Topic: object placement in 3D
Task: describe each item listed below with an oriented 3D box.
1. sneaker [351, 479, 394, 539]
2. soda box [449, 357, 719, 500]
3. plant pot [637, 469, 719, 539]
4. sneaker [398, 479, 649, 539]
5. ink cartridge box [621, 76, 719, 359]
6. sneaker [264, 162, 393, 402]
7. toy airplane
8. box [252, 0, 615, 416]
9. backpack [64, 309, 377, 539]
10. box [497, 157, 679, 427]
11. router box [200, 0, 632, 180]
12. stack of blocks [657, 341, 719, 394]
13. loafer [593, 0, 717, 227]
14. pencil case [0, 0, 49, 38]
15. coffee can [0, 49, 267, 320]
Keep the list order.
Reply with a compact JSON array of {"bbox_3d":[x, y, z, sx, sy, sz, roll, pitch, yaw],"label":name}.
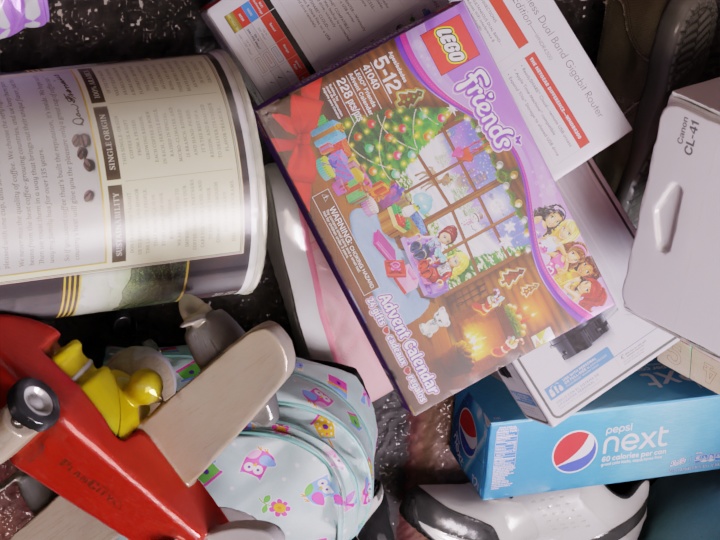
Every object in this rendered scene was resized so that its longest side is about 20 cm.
[{"bbox_3d":[-0.006,0.207,1.469,0.076,0.200,0.088,-27,101,12],"label":"sneaker"},{"bbox_3d":[0.166,0.103,1.555,0.199,0.068,0.064,-5,119,-18],"label":"soda box"},{"bbox_3d":[0.288,0.224,1.597,0.199,0.188,0.201,-9,121,-15],"label":"plant pot"},{"bbox_3d":[0.116,0.161,1.575,0.200,0.074,0.080,9,107,-32],"label":"sneaker"},{"bbox_3d":[0.260,-0.046,1.358,0.200,0.086,0.148,-21,128,-44],"label":"ink cartridge box"},{"bbox_3d":[0.000,0.000,1.430,0.104,0.075,0.201,-20,130,-5],"label":"sneaker"},{"bbox_3d":[-0.125,0.101,1.283,0.199,0.141,0.200,1,127,10],"label":"toy airplane"},{"bbox_3d":[0.042,-0.036,1.302,0.137,0.039,0.200,-29,99,-6],"label":"box"},{"bbox_3d":[-0.089,0.121,1.407,0.199,0.127,0.167,2,125,6],"label":"backpack"},{"bbox_3d":[0.106,-0.016,1.416,0.116,0.060,0.200,-32,98,-8],"label":"box"},{"bbox_3d":[0.033,-0.118,1.339,0.179,0.049,0.200,-33,99,-5],"label":"router box"},{"bbox_3d":[0.256,-0.031,1.491,0.115,0.059,0.200,-34,138,-33],"label":"stack of blocks"},{"bbox_3d":[0.173,-0.105,1.450,0.075,0.070,0.200,-31,144,-44],"label":"loafer"},{"bbox_3d":[-0.266,-0.155,1.236,0.199,0.084,0.086,-17,157,-13],"label":"pencil case"},{"bbox_3d":[-0.168,-0.045,1.297,0.199,0.146,0.147,-8,120,-17],"label":"coffee can"}]
